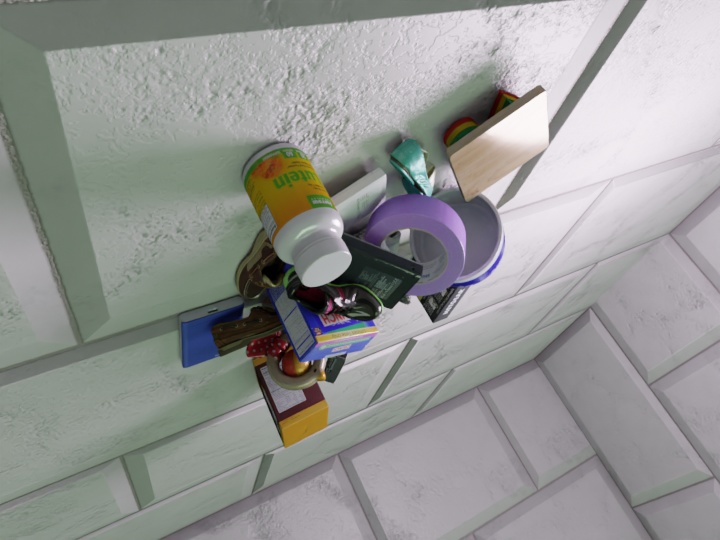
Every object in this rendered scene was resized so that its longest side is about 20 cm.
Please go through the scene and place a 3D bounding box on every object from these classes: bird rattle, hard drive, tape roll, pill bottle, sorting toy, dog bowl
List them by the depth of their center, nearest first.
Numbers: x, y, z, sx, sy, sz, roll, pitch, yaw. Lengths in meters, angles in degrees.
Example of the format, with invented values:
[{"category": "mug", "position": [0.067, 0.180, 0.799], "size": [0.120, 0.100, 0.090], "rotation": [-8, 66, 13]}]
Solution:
[{"category": "pill bottle", "position": [-0.092, -0.081, 0.854], "size": [0.110, 0.202, 0.112], "rotation": [-24, 156, -12]}, {"category": "hard drive", "position": [-0.041, -0.102, 1.042], "size": [0.198, 0.027, 0.132], "rotation": [-34, 166, -8]}, {"category": "hard drive", "position": [0.000, 0.000, 1.077], "size": [0.197, 0.033, 0.140], "rotation": [21, 143, -14]}, {"category": "sorting toy", "position": [0.253, -0.251, 1.085], "size": [0.198, 0.070, 0.199], "rotation": [-34, 155, 7]}, {"category": "tape roll", "position": [0.104, -0.046, 1.102], "size": [0.196, 0.066, 0.203], "rotation": [6, 131, 7]}, {"category": "hard drive", "position": [-0.319, 0.135, 1.216], "size": [0.130, 0.026, 0.201], "rotation": [-18, 152, -27]}, {"category": "dog bowl", "position": [0.208, -0.069, 1.219], "size": [0.199, 0.202, 0.079], "rotation": [-34, 157, 10]}, {"category": "bird rattle", "position": [-0.148, 0.176, 1.228], "size": [0.196, 0.165, 0.113], "rotation": [-6, 146, -11]}, {"category": "hard drive", "position": [-0.043, 0.156, 1.389], "size": [0.037, 0.202, 0.141], "rotation": [18, 142, -4]}]

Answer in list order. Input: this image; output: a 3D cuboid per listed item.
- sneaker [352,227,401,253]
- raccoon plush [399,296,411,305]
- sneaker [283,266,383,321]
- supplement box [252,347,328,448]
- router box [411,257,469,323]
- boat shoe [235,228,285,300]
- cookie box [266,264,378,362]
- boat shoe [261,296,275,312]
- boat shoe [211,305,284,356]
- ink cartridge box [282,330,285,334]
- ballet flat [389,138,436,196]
[{"category": "sneaker", "position": [0.006, -0.057, 1.190], "size": [0.198, 0.070, 0.081], "rotation": [-6, 127, -42]}, {"category": "raccoon plush", "position": [0.031, 0.043, 1.306], "size": [0.198, 0.135, 0.097], "rotation": [-33, 157, 5]}, {"category": "sneaker", "position": [-0.053, 0.059, 1.060], "size": [0.197, 0.084, 0.078], "rotation": [17, 120, -12]}, {"category": "supplement box", "position": [-0.186, 0.333, 1.526], "size": [0.131, 0.202, 0.198], "rotation": [-22, 154, -16]}, {"category": "router box", "position": [0.192, 0.010, 1.401], "size": [0.051, 0.159, 0.201], "rotation": [-16, 153, -26]}, {"category": "boat shoe", "position": [-0.178, 0.003, 1.070], "size": [0.071, 0.073, 0.201], "rotation": [-7, 146, -40]}, {"category": "cookie box", "position": [-0.081, 0.071, 1.153], "size": [0.169, 0.202, 0.075], "rotation": [-3, 145, -45]}, {"category": "boat shoe", "position": [-0.123, 0.072, 1.266], "size": [0.197, 0.071, 0.074], "rotation": [9, 165, -24]}, {"category": "boat shoe", "position": [-0.207, 0.105, 1.165], "size": [0.197, 0.069, 0.072], "rotation": [-23, 177, -17]}, {"category": "ink cartridge box", "position": [-0.179, 0.141, 1.373], "size": [0.098, 0.040, 0.201], "rotation": [-20, 154, -23]}, {"category": "ballet flat", "position": [0.109, -0.182, 1.062], "size": [0.070, 0.067, 0.200], "rotation": [-46, 157, 1]}]
